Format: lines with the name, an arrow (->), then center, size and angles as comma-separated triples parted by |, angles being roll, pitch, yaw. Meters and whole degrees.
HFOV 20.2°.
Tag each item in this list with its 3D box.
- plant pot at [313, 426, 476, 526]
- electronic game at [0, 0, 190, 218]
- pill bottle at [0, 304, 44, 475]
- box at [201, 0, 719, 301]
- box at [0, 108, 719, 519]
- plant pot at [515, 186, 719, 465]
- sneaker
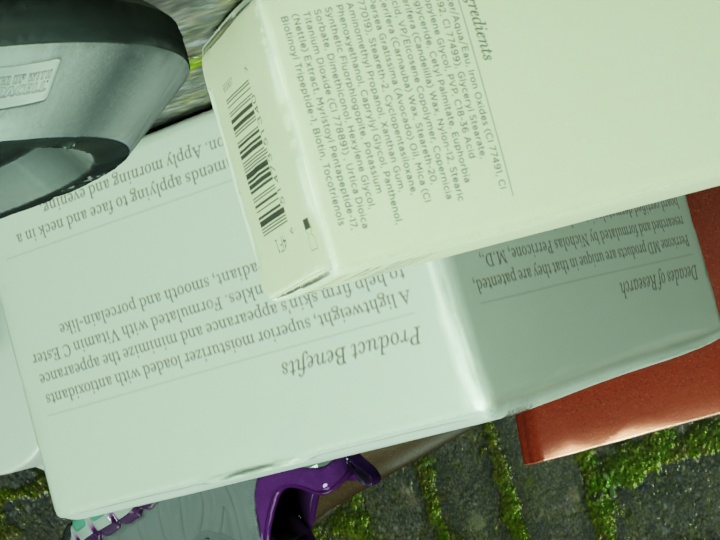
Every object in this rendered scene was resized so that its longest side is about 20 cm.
plant pot -> -0.029, 0.053, 1.179 | 0.198, 0.201, 0.200 | -26, 171, 36
electronic game -> -0.135, -0.025, 0.449 | 0.200, 0.042, 0.200 | -15, 178, -1
pill bottle -> -0.121, 0.038, 1.001 | 0.116, 0.116, 0.200 | -17, 177, 32
box -> 0.063, -0.055, 0.574 | 0.200, 0.082, 0.068 | -13, 176, -19
box -> 0.000, 0.000, 0.778 | 0.199, 0.131, 0.200 | -17, 177, 34
plant pot -> 0.174, -0.005, 1.170 | 0.200, 0.177, 0.200 | -17, 177, 9
sneaker -> -0.072, 0.120, 0.964 | 0.074, 0.088, 0.200 | -18, 158, -48
